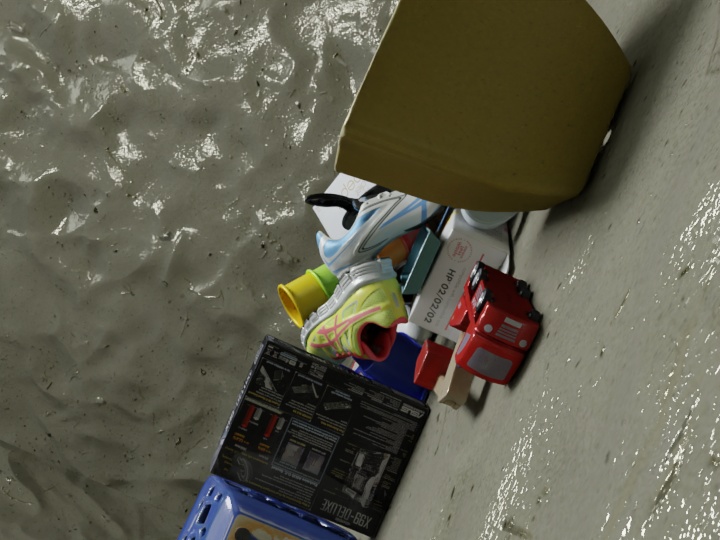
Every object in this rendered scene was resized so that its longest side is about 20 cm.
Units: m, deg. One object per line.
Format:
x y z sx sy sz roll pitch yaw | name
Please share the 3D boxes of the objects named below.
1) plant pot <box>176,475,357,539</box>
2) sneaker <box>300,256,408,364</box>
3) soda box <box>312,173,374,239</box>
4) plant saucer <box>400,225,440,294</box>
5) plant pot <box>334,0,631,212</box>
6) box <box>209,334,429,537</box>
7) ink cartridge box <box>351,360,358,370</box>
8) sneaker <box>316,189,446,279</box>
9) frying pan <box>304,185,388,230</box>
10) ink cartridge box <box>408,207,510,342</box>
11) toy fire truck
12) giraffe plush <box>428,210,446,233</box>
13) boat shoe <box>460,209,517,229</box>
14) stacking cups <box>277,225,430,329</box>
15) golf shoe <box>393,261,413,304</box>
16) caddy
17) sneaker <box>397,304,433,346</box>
-0.109 0.348 0.986 0.201 0.199 0.180 -67 9 -17 | plant pot
-0.006 0.072 1.027 0.078 0.091 0.200 -17 -24 -31 | sneaker
0.024 -0.116 1.138 0.064 0.068 0.200 -12 -27 -45 | soda box
0.065 -0.014 1.003 0.200 0.019 0.070 -78 12 -84 | plant saucer
0.108 -0.149 0.777 0.194 0.199 0.196 140 153 -85 | plant pot
-0.045 0.183 1.006 0.050 0.199 0.158 -156 89 -82 | box
0.026 0.152 1.386 0.200 0.067 0.117 -72 6 -70 | ink cartridge box
0.039 -0.069 1.013 0.200 0.073 0.072 -36 1 0 | sneaker
0.018 -0.084 1.068 0.115 0.031 0.190 -35 -17 10 | frying pan
0.107 -0.001 0.986 0.200 0.068 0.116 -71 5 -69 | ink cartridge box
0.095 0.068 0.787 0.200 0.049 0.142 -77 10 -75 | toy fire truck
0.093 -0.158 1.198 0.172 0.162 0.200 -20 23 48 | giraffe plush
0.161 -0.115 0.997 0.201 0.071 0.091 -60 -2 -22 | boat shoe
0.000 0.000 1.101 0.199 0.061 0.061 -28 -12 -18 | stacking cups
0.081 0.010 1.198 0.200 0.094 0.078 -17 -58 -43 | golf shoe
0.017 0.139 1.134 0.142 0.105 0.200 -58 21 2 | caddy
0.058 0.088 1.277 0.200 0.074 0.087 130 159 -85 | sneaker
